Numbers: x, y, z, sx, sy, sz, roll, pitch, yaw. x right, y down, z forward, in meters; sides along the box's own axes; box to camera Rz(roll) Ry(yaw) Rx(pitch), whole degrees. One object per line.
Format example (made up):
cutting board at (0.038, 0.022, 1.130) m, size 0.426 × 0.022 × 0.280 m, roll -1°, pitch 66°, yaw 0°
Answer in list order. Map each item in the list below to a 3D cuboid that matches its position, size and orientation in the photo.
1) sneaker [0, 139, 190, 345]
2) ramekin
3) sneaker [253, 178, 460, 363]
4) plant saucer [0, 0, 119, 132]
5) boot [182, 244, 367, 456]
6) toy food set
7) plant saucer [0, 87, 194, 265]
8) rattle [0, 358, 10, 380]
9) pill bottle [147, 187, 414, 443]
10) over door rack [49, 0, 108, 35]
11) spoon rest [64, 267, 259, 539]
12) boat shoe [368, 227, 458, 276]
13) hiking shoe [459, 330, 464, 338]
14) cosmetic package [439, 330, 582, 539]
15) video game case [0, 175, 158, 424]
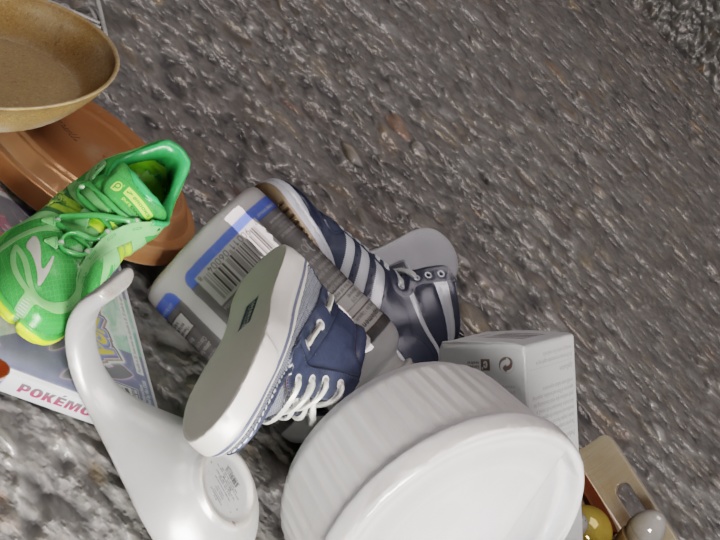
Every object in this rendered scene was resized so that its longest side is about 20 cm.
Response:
sneaker at (-0.173, -0.029, 1.129) m, size 0.074 × 0.083 × 0.200 m, roll 43°, pitch 39°, yaw -8°
ramekin at (0.039, 0.149, 1.141) m, size 0.201 × 0.203 × 0.094 m, roll 18°, pitch 23°, yaw -46°
sneaker at (0.000, 0.000, 1.351) m, size 0.108 × 0.070 × 0.201 m, roll -39°, pitch 100°, yaw -37°
plant saucer at (-0.267, -0.144, 1.224) m, size 0.198 × 0.036 × 0.201 m, roll 11°, pitch 29°, yaw -6°
boot at (-0.044, 0.066, 1.104) m, size 0.090 × 0.073 × 0.201 m, roll 44°, pitch 31°, yaw -16°
toy food set at (0.186, 0.190, 1.474) m, size 0.199 × 0.060 × 0.144 m, roll 14°, pitch 38°, yaw -51°
plant saucer at (-0.201, -0.081, 1.280) m, size 0.200 × 0.032 × 0.201 m, roll 35°, pitch 17°, yaw -12°
rattle at (-0.289, -0.009, 1.037) m, size 0.200 × 0.143 × 0.130 m, roll 49°, pitch 58°, yaw -12°
pill bottle at (-0.045, 0.049, 1.256) m, size 0.200 × 0.114 × 0.114 m, roll 45°, pitch 23°, yaw 0°
over door rack at (-0.278, -0.268, 1.428) m, size 0.147 × 0.066 × 0.202 m, roll 21°, pitch 54°, yaw -44°
spoon rest at (-0.124, 0.100, 1.091) m, size 0.201 × 0.060 × 0.099 m, roll 64°, pitch 32°, yaw -10°
boat shoe at (-0.009, 0.015, 1.428) m, size 0.199 × 0.066 × 0.072 m, roll -24°, pitch 84°, yaw -41°
hiking shoe at (0.085, 0.076, 1.473) m, size 0.199 × 0.076 × 0.101 m, roll 2°, pitch 51°, yaw -57°
cosmetic package at (0.110, 0.147, 1.273) m, size 0.101 × 0.073 × 0.202 m, roll -6°, pitch 95°, yaw -62°
video game case at (-0.221, 0.008, 1.145) m, size 0.181 × 0.023 × 0.201 m, roll 25°, pitch 30°, yaw -38°
